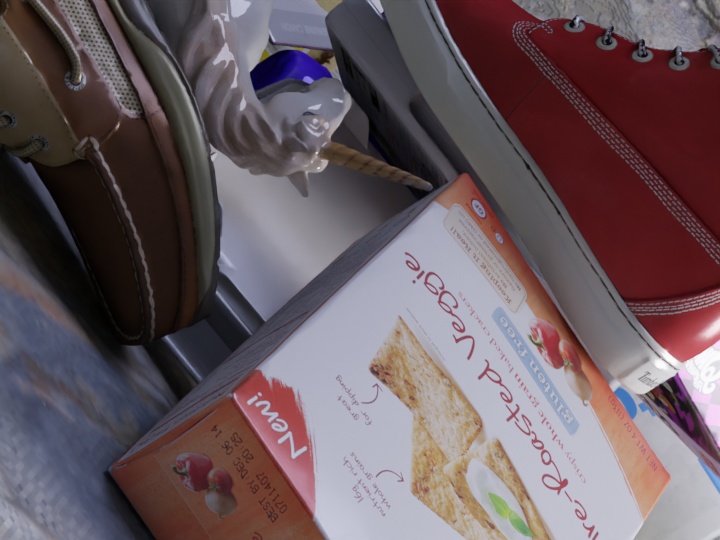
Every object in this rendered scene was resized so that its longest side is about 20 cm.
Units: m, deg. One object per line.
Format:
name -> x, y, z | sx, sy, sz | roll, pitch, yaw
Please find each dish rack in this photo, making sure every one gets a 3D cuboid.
dish rack -> -0.010, 0.001, 0.939 | 0.172, 0.043, 0.200 | 51, 27, 2

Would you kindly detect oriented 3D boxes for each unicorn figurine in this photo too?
unicorn figurine -> -0.056, -0.114, 0.910 | 0.200, 0.074, 0.138 | 45, 29, -18

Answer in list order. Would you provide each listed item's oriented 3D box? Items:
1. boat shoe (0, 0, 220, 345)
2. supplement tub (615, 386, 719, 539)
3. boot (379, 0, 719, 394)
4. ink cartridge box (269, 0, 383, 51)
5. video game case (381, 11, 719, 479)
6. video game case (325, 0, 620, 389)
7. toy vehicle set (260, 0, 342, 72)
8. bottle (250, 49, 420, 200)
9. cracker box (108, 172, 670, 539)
boat shoe -> -0.106, -0.071, 0.807 | 0.076, 0.073, 0.202 | -9, -81, 62
supplement tub -> 0.154, 0.105, 1.449 | 0.201, 0.132, 0.132 | 57, 8, 13
boot -> 0.102, -0.077, 0.896 | 0.201, 0.144, 0.072 | 56, 15, 18
ink cartridge box -> -0.050, -0.168, 1.173 | 0.200, 0.045, 0.177 | -3, 65, -65
video game case -> 0.098, -0.013, 1.063 | 0.181, 0.036, 0.200 | 48, -6, 49
video game case -> 0.052, -0.022, 1.042 | 0.183, 0.023, 0.200 | 53, -2, 6
toy vehicle set -> -0.068, -0.133, 1.202 | 0.125, 0.026, 0.200 | 55, 27, -5
bottle -> 0.000, 0.000, 1.108 | 0.200, 0.083, 0.065 | 53, 4, -19
cracker box -> 0.018, 0.066, 0.801 | 0.134, 0.058, 0.200 | 55, 32, -6
